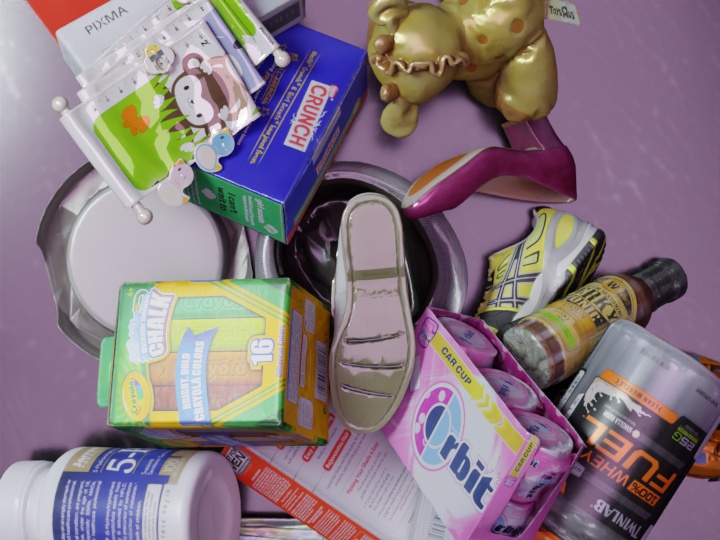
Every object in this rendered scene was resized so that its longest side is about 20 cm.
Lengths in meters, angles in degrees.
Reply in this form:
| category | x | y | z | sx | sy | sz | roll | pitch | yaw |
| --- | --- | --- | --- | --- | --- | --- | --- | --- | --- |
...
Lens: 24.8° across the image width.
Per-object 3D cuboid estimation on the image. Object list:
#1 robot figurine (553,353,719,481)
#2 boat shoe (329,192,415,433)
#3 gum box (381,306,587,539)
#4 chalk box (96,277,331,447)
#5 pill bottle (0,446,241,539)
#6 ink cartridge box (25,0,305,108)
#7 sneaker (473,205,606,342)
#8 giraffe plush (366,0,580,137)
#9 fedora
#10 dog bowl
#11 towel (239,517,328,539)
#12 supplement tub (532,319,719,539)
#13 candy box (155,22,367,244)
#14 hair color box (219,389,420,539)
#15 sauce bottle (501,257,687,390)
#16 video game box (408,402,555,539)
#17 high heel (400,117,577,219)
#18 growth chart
| category | x | y | z | sx | sy | sz | roll | pitch | yaw |
| --- | --- | --- | --- | --- | --- | --- | --- | --- | --- |
| robot figurine | 0.273 | 0.126 | 1.476 | 0.198 | 0.058 | 0.146 | 10 | 53 | -8 |
| boat shoe | 0.011 | 0.035 | 1.392 | 0.074 | 0.068 | 0.202 | 4 | 95 | 0 |
| gum box | 0.095 | 0.134 | 1.346 | 0.066 | 0.200 | 0.114 | 14 | 114 | -32 |
| chalk box | -0.136 | 0.081 | 1.378 | 0.198 | 0.124 | 0.126 | -3 | 75 | 16 |
| pill bottle | -0.217 | 0.217 | 1.446 | 0.198 | 0.120 | 0.121 | -1 | 91 | 20 |
| ink cartridge box | -0.174 | -0.241 | 1.417 | 0.199 | 0.044 | 0.174 | -32 | 67 | -14 |
| sneaker | 0.139 | 0.028 | 1.488 | 0.076 | 0.076 | 0.200 | 35 | 72 | 23 |
| giraffe plush | 0.076 | -0.194 | 1.407 | 0.161 | 0.200 | 0.174 | -20 | 94 | -15 |
| fedora | 0.000 | 0.000 | 1.476 | 0.200 | 0.090 | 0.177 | 40 | 88 | 7 |
| dog bowl | -0.194 | -0.011 | 1.490 | 0.198 | 0.059 | 0.202 | 0 | 91 | 0 |
| towel | -0.084 | 0.326 | 1.506 | 0.169 | 0.048 | 0.202 | 1 | 91 | 2 |
| supplement tub | 0.210 | 0.153 | 1.363 | 0.122 | 0.123 | 0.201 | 33 | 88 | -1 |
| candy box | -0.114 | -0.143 | 1.432 | 0.199 | 0.077 | 0.170 | 23 | 67 | 13 |
| hair color box | -0.019 | 0.181 | 1.474 | 0.199 | 0.061 | 0.102 | 35 | 54 | -2 |
| sauce bottle | 0.213 | 0.041 | 1.456 | 0.199 | 0.065 | 0.065 | -27 | 92 | -35 |
| video game box | 0.142 | 0.205 | 1.452 | 0.181 | 0.047 | 0.201 | 16 | 55 | -1 |
| high heel | 0.119 | -0.067 | 1.452 | 0.200 | 0.067 | 0.097 | -35 | 103 | -42 |
| growth chart | -0.152 | -0.149 | 1.349 | 0.145 | 0.018 | 0.200 | 44 | 79 | -11 |
